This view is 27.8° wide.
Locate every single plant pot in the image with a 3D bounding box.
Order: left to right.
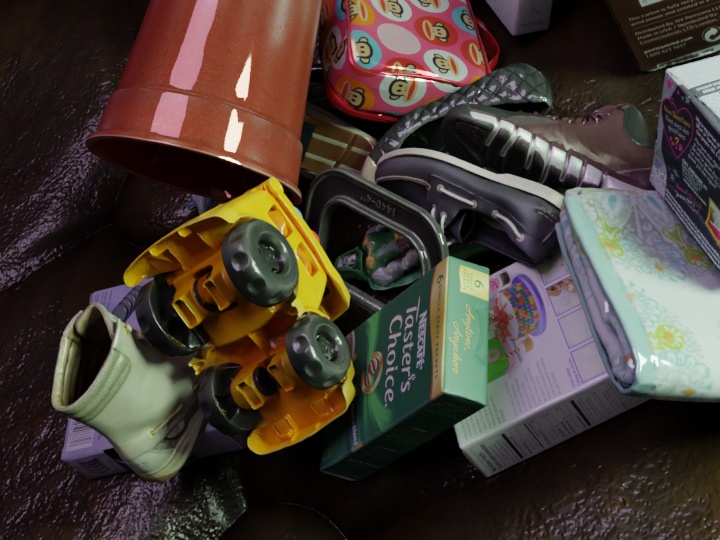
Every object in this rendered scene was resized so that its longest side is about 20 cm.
[{"bbox_3d":[-0.127,-0.180,1.319,0.200,0.200,0.197,7,79,35],"label":"plant pot"}]

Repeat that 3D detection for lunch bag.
[{"bbox_3d":[0.049,-0.225,1.404,0.082,0.175,0.201,115,155,-44],"label":"lunch bag"}]

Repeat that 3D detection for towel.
[{"bbox_3d":[0.247,0.016,1.097,0.170,0.048,0.201,2,46,-17],"label":"towel"}]

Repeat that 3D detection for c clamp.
[{"bbox_3d":[0.000,0.000,1.297,0.199,0.027,0.172,23,113,40],"label":"c clamp"}]

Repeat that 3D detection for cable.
[{"bbox_3d":[-0.080,-0.179,1.469,0.198,0.051,0.097,-1,20,18],"label":"cable"}]

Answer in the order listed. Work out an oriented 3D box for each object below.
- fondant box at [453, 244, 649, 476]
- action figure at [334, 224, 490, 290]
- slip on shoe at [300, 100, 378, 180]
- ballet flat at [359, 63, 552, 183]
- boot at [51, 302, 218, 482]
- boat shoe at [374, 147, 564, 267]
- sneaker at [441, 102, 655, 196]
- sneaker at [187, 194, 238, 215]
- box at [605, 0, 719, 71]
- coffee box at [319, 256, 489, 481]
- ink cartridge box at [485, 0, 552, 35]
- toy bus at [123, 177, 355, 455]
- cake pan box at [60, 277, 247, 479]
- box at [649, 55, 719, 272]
[{"bbox_3d":[0.160,0.057,1.184,0.199,0.058,0.145,-27,48,12],"label":"fondant box"},{"bbox_3d":[0.064,-0.037,1.318,0.199,0.055,0.119,-27,47,17],"label":"action figure"},{"bbox_3d":[-0.058,-0.132,1.414,0.199,0.061,0.077,23,93,20],"label":"slip on shoe"},{"bbox_3d":[0.083,-0.123,1.324,0.199,0.067,0.057,-33,33,11],"label":"ballet flat"},{"bbox_3d":[-0.180,0.063,1.262,0.072,0.155,0.201,6,63,34],"label":"boot"},{"bbox_3d":[0.084,-0.052,1.230,0.199,0.073,0.063,17,70,36],"label":"boat shoe"},{"bbox_3d":[0.172,-0.112,1.254,0.199,0.076,0.116,26,54,-1],"label":"sneaker"},{"bbox_3d":[-0.135,-0.090,1.467,0.086,0.078,0.201,-19,48,29],"label":"sneaker"},{"bbox_3d":[0.292,-0.320,1.296,0.165,0.164,0.201,-16,51,23],"label":"box"},{"bbox_3d":[0.034,0.083,1.183,0.200,0.044,0.124,-38,40,52],"label":"coffee box"},{"bbox_3d":[0.137,-0.357,1.421,0.043,0.175,0.201,-12,45,-16],"label":"ink cartridge box"},{"bbox_3d":[-0.075,0.025,1.244,0.135,0.201,0.192,-30,9,30],"label":"toy bus"},{"bbox_3d":[-0.186,0.094,1.384,0.183,0.052,0.201,-16,51,25],"label":"cake pan box"},{"bbox_3d":[0.337,-0.098,1.091,0.198,0.115,0.133,-15,46,-14],"label":"box"}]
